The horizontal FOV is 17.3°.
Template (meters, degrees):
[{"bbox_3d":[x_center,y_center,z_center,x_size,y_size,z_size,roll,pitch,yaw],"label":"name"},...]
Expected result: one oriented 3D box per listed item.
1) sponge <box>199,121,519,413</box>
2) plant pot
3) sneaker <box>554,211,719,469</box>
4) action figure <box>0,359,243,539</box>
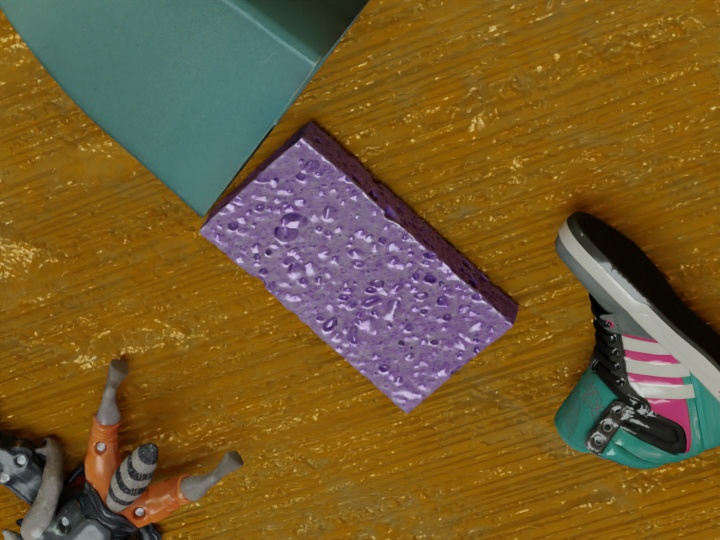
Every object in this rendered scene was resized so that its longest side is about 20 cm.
[{"bbox_3d":[0.000,0.000,1.612,0.200,0.030,0.112,42,121,-15],"label":"sponge"},{"bbox_3d":[-0.118,-0.168,1.469,0.200,0.141,0.141,38,122,-4],"label":"plant pot"},{"bbox_3d":[0.168,0.060,1.587,0.121,0.084,0.200,-38,109,19],"label":"sneaker"},{"bbox_3d":[-0.210,0.158,1.717,0.200,0.105,0.193,34,113,-12],"label":"action figure"}]
